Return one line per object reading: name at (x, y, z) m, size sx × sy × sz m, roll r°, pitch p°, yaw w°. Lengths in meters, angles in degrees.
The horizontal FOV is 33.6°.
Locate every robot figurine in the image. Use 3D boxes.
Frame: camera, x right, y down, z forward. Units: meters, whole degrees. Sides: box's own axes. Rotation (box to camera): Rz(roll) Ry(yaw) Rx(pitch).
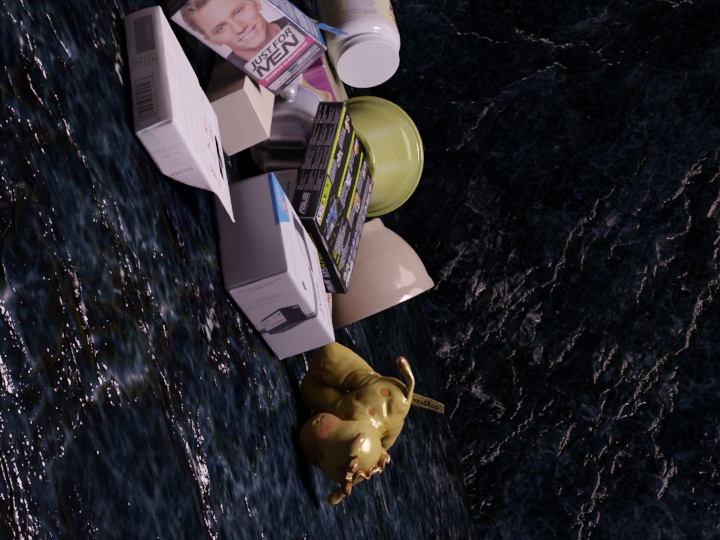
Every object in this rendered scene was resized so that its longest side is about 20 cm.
robot figurine at (-0.104, -0.206, 1.753) m, size 0.201 × 0.111 × 0.171 m, roll -88°, pitch -177°, yaw -63°

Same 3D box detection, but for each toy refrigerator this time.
toy refrigerator at (-0.165, -0.234, 1.616) m, size 0.201 × 0.069 × 0.076 m, roll -94°, pitch 160°, yaw -63°

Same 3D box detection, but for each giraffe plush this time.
giraffe plush at (-0.012, 0.211, 1.541) m, size 0.163 × 0.198 × 0.174 m, roll -53°, pitch 137°, yaw -44°

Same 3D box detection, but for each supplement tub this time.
supplement tub at (-0.002, -0.470, 2.307) m, size 0.145 × 0.143 × 0.202 m, roll 63°, pitch 13°, yaw -55°

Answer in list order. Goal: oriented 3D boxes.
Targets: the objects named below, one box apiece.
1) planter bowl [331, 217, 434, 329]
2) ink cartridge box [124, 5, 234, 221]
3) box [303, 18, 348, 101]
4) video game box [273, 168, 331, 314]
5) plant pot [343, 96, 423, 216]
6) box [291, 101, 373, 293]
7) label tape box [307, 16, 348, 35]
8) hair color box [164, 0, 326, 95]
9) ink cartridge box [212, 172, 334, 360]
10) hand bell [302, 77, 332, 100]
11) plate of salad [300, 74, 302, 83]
planter bowl at (0.000, 0.000, 1.875) m, size 0.200 × 0.198 × 0.136 m, roll -33°, pitch 100°, yaw -82°
ink cartridge box at (-0.198, -0.162, 1.308) m, size 0.201 × 0.050 × 0.162 m, roll 69°, pitch 7°, yaw -58°
box at (-0.091, -0.352, 2.323) m, size 0.177 × 0.096 × 0.201 m, roll -99°, pitch 169°, yaw -48°
video game box at (-0.083, -0.019, 1.709) m, size 0.200 × 0.046 × 0.184 m, roll 58°, pitch 28°, yaw -64°
plant pot at (-0.015, -0.177, 1.920) m, size 0.184 × 0.198 × 0.203 m, roll -28°, pitch 102°, yaw -71°
box at (-0.038, -0.101, 1.682) m, size 0.194 × 0.047 × 0.202 m, roll 63°, pitch 34°, yaw -54°
label tape box at (-0.124, -0.351, 1.712) m, size 0.144 × 0.198 × 0.064 m, roll -71°, pitch -175°, yaw -77°
hair color box at (-0.146, -0.318, 1.521) m, size 0.199 × 0.100 × 0.061 m, roll 31°, pitch 27°, yaw -43°
ink cartridge box at (-0.106, -0.002, 1.480) m, size 0.200 × 0.083 × 0.146 m, roll 62°, pitch 13°, yaw -58°
hand bell at (-0.143, -0.344, 2.061) m, size 0.200 × 0.103 × 0.105 m, roll 52°, pitch 19°, yaw -36°
plate of salad at (-0.152, -0.393, 1.957) m, size 0.200 × 0.048 × 0.201 m, roll 48°, pitch 22°, yaw -26°
